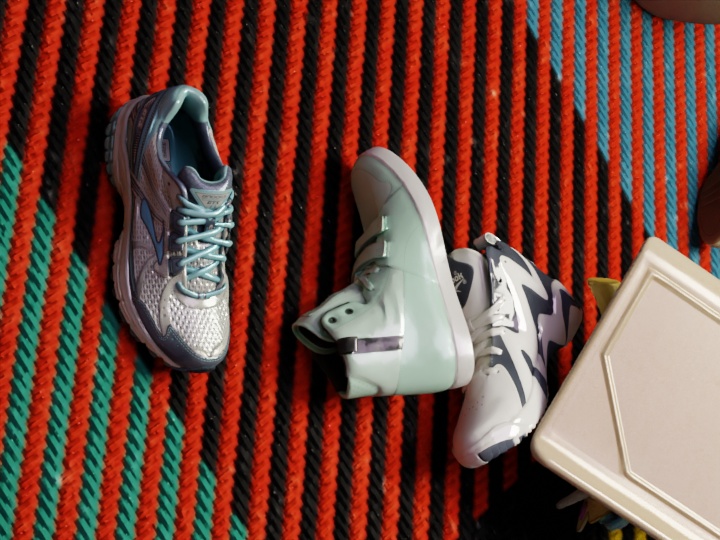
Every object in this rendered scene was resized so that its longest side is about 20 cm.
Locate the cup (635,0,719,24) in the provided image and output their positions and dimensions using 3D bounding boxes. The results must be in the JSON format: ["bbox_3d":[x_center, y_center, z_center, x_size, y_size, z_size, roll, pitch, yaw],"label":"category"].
[{"bbox_3d":[0.321,-0.309,1.671,0.199,0.143,0.202,16,64,-35],"label":"cup"}]

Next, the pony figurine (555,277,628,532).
[{"bbox_3d":[0.254,0.112,1.441,0.192,0.166,0.202,2,101,-19],"label":"pony figurine"}]

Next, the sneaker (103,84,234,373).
[{"bbox_3d":[-0.123,-0.031,1.221,0.077,0.086,0.201,-4,76,-40],"label":"sneaker"}]

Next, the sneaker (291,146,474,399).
[{"bbox_3d":[0.000,0.000,1.325,0.117,0.074,0.202,-9,64,-21],"label":"sneaker"}]

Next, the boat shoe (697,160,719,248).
[{"bbox_3d":[0.367,-0.088,1.670,0.063,0.073,0.201,40,51,-17],"label":"boat shoe"}]

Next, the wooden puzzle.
[{"bbox_3d":[0.244,0.103,1.362,0.184,0.037,0.201,33,75,-8],"label":"wooden puzzle"}]

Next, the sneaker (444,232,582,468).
[{"bbox_3d":[0.089,0.048,1.376,0.130,0.079,0.199,47,50,-14],"label":"sneaker"}]
